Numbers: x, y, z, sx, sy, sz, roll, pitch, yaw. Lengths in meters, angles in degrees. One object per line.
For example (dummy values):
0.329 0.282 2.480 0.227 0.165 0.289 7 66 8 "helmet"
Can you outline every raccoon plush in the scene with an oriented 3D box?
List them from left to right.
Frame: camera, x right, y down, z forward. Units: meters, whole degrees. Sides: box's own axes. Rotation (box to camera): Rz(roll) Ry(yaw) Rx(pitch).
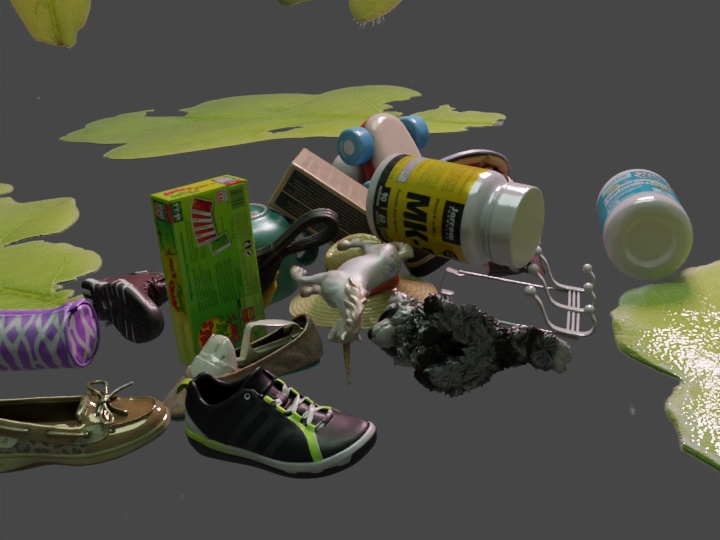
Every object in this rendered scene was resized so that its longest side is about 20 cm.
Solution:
0.106 0.083 0.920 0.197 0.098 0.134 20 -1 -15 "raccoon plush"

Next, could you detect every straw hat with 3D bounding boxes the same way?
0.000 0.000 1.118 0.197 0.087 0.201 -6 19 2 "straw hat"

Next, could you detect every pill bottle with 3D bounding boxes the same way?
0.115 -0.072 1.046 0.198 0.116 0.114 15 28 33 "pill bottle"
0.378 -0.071 1.167 0.109 0.113 0.200 -2 20 11 "pill bottle"

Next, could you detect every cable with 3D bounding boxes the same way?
-0.112 -0.022 1.058 0.096 0.200 0.051 31 28 -24 "cable"

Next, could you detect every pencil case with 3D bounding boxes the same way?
-0.414 0.076 1.033 0.196 0.087 0.084 -2 19 9 "pencil case"

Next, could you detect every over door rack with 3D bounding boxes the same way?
0.180 0.024 1.029 0.196 0.068 0.148 0 20 15 "over door rack"

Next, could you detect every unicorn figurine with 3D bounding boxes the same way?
-0.012 0.018 0.984 0.136 0.074 0.200 11 51 47 "unicorn figurine"

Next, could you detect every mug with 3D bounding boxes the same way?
-0.158 -0.032 1.208 0.149 0.116 0.185 2 21 21 "mug"

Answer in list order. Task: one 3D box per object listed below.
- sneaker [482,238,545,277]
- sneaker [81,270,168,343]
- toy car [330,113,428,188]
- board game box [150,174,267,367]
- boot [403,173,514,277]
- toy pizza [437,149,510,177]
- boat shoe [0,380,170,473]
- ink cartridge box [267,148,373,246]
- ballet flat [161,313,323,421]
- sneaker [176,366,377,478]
0.198 -0.041 1.212 0.094 0.080 0.200 -16 18 6 "sneaker"
-0.279 0.033 1.131 0.114 0.077 0.199 -17 22 -37 "sneaker"
0.016 -0.158 1.510 0.183 0.179 0.199 -21 -4 -44 "toy car"
-0.171 0.002 0.991 0.101 0.203 0.047 -20 24 -35 "board game box"
0.117 -0.105 1.189 0.200 0.139 0.077 -42 27 -17 "boot"
0.138 -0.107 1.292 0.197 0.201 0.032 -14 63 -20 "toy pizza"
-0.285 0.147 0.832 0.196 0.064 0.073 -9 20 -10 "boat shoe"
-0.043 -0.100 1.278 0.164 0.076 0.200 34 12 -6 "ink cartridge box"
-0.129 0.094 0.926 0.198 0.068 0.068 -21 25 -35 "ballet flat"
-0.083 0.132 0.785 0.197 0.084 0.072 1 21 19 "sneaker"
